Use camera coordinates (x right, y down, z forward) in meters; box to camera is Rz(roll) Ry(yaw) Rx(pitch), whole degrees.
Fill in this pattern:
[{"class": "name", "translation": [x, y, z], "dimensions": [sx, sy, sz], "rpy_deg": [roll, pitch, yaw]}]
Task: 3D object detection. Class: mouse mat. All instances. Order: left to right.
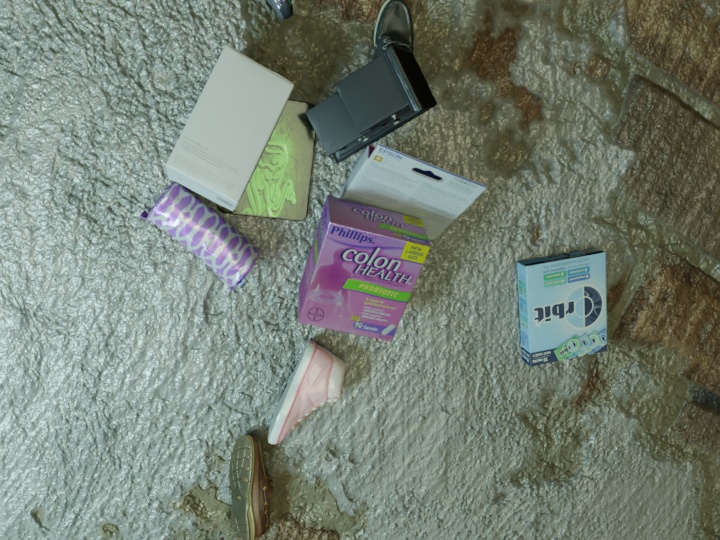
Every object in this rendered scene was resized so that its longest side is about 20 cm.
[{"class": "mouse mat", "translation": [-0.158, -0.191, 1.065], "dimensions": [0.157, 0.008, 0.205], "rpy_deg": [5, 102, -13]}]

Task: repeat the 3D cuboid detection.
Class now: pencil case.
[{"class": "pencil case", "translation": [-0.260, -0.057, 1.040], "dimensions": [0.085, 0.084, 0.200], "rpy_deg": [-39, 107, 24]}]

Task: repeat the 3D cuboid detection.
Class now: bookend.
[{"class": "bookend", "translation": [0.003, -0.240, 0.945], "dimensions": [0.196, 0.200, 0.093], "rpy_deg": [-27, 98, 18]}]

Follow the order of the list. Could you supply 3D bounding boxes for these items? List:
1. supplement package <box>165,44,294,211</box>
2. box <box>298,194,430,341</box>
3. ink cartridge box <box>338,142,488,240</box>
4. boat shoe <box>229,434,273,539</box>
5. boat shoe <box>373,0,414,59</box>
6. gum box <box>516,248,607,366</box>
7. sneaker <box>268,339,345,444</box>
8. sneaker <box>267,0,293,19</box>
[{"class": "supplement package", "translation": [-0.202, -0.214, 0.967], "dimensions": [0.118, 0.121, 0.203], "rpy_deg": [26, 83, -14]}, {"class": "box", "translation": [0.000, 0.000, 1.064], "dimensions": [0.172, 0.097, 0.203], "rpy_deg": [13, 119, -14]}, {"class": "ink cartridge box", "translation": [0.082, -0.136, 1.039], "dimensions": [0.193, 0.200, 0.044], "rpy_deg": [19, 60, -15]}, {"class": "boat shoe", "translation": [-0.201, 0.402, 1.169], "dimensions": [0.067, 0.071, 0.205], "rpy_deg": [-5, 97, -44]}, {"class": "boat shoe", "translation": [0.057, -0.349, 1.041], "dimensions": [0.073, 0.066, 0.204], "rpy_deg": [8, 101, -13]}, {"class": "gum box", "translation": [0.395, 0.072, 1.220], "dimensions": [0.166, 0.045, 0.205], "rpy_deg": [-10, 104, -10]}, {"class": "sneaker", "translation": [-0.091, 0.239, 1.141], "dimensions": [0.103, 0.075, 0.204], "rpy_deg": [25, 93, -11]}, {"class": "sneaker", "translation": [-0.178, -0.474, 0.970], "dimensions": [0.086, 0.074, 0.203], "rpy_deg": [-26, 96, 6]}]
